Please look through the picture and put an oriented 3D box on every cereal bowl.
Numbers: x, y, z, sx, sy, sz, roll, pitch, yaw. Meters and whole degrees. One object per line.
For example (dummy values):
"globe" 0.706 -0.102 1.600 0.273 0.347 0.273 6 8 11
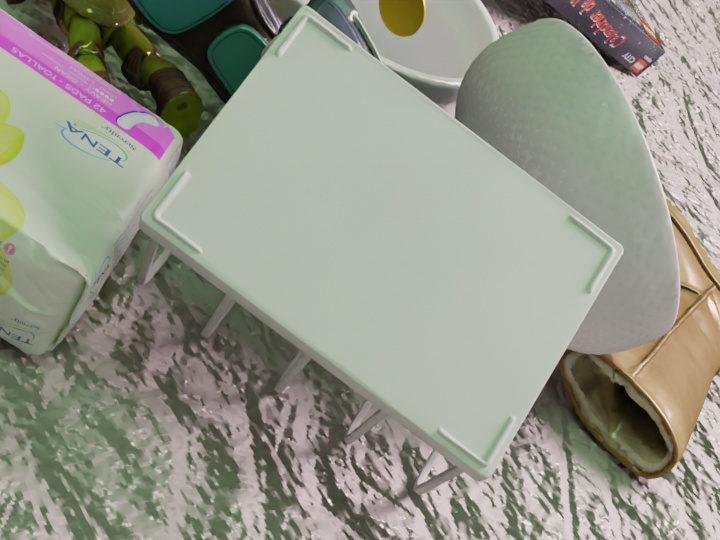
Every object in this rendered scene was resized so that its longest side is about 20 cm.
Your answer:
"cereal bowl" 0.105 -0.040 0.808 0.082 0.201 0.202 -20 56 -8

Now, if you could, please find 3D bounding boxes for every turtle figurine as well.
"turtle figurine" -0.150 -0.150 0.818 0.198 0.064 0.162 1 51 -47

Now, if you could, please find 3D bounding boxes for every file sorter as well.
"file sorter" 0.000 0.000 0.704 0.199 0.125 0.140 37 67 -3

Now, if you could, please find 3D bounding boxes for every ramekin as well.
"ramekin" -0.011 -0.161 0.934 0.198 0.098 0.202 24 36 -19

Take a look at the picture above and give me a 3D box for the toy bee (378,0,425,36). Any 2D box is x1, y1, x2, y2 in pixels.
"toy bee" 0.017 -0.199 0.818 0.107 0.132 0.201 -2 38 19

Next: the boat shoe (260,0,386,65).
"boat shoe" 0.009 -0.068 0.800 0.062 0.074 0.201 -53 125 -33

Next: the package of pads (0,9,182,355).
"package of pads" -0.198 -0.065 0.674 0.199 0.068 0.155 33 34 -8

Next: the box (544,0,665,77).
"box" 0.191 -0.275 1.265 0.199 0.038 0.138 26 32 -44

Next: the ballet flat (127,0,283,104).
"ballet flat" -0.086 -0.153 0.784 0.200 0.072 0.074 52 20 -41

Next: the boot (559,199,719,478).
"boot" 0.182 0.026 0.929 0.175 0.066 0.199 45 36 10
